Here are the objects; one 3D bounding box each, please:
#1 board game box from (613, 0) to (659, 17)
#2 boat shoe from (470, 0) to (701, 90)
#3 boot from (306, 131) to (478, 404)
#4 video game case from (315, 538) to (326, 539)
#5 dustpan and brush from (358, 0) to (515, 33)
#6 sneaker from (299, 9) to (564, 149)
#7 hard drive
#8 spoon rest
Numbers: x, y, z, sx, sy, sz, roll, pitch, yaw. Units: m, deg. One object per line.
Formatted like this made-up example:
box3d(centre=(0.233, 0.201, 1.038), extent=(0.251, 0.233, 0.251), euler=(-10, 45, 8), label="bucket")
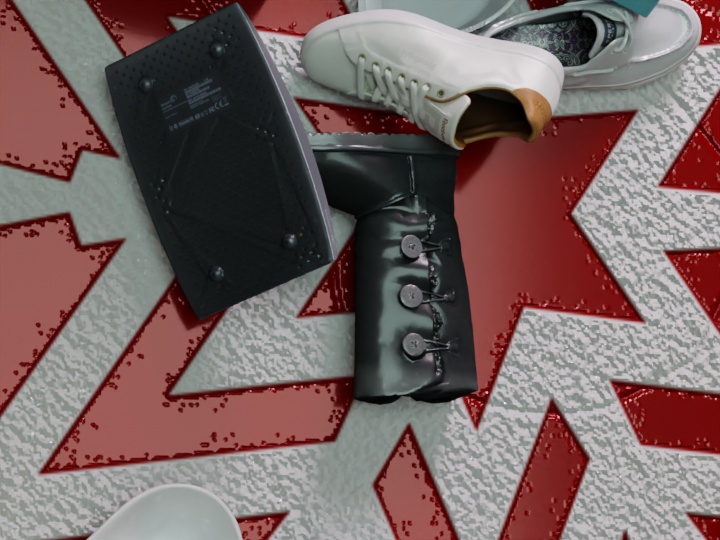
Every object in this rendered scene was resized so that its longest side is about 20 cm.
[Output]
box3d(centre=(0.155, -0.301, 1.780), extent=(0.200, 0.047, 0.151), euler=(25, 51, -9), label="board game box")
box3d(centre=(0.175, -0.178, 1.782), extent=(0.199, 0.069, 0.072), euler=(-3, 85, -14), label="boat shoe")
box3d(centre=(0.001, 0.000, 1.722), extent=(0.164, 0.066, 0.201), euler=(-1, 86, -12), label="boot")
box3d(centre=(0.042, 0.308, 1.700), extent=(0.199, 0.023, 0.183), euler=(15, 78, -11), label="video game case")
box3d(centre=(0.100, -0.238, 1.778), extent=(0.199, 0.057, 0.140), euler=(3, 80, -23), label="dustpan and brush")
box3d(centre=(0.046, -0.138, 1.711), extent=(0.199, 0.073, 0.085), euler=(8, 46, 12), label="sneaker")
box3d(centre=(-0.097, -0.079, 1.685), extent=(0.135, 0.042, 0.200), euler=(-23, 84, 24), label="hard drive")
box3d(centre=(-0.178, 0.215, 1.643), extent=(0.199, 0.061, 0.100), euler=(-16, 85, -14), label="spoon rest")
